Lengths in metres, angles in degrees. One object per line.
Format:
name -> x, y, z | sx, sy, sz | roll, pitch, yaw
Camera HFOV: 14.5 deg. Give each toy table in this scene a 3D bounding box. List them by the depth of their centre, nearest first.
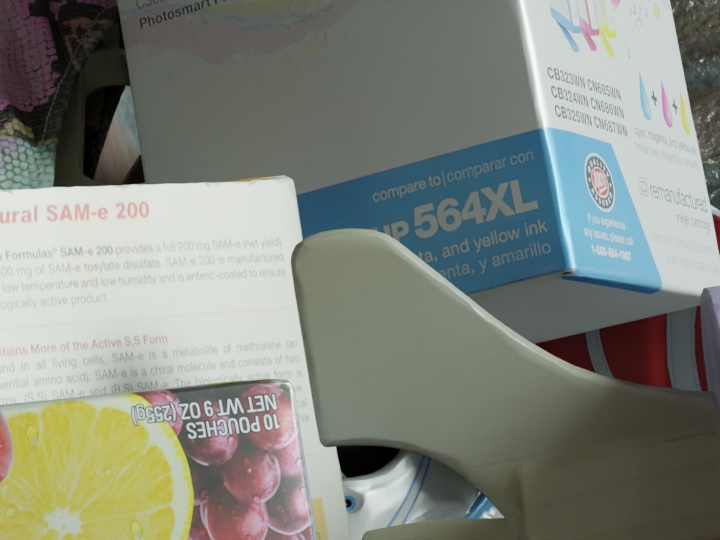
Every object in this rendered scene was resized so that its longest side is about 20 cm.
toy table -> 0.055, 0.075, 0.678 | 0.200, 0.117, 0.184 | 61, 21, -79

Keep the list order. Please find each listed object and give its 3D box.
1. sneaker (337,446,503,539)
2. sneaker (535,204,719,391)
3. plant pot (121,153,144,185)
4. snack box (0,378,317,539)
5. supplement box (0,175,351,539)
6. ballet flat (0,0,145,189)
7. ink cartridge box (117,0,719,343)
sneaker -> -0.026, 0.104, 0.907 | 0.200, 0.075, 0.087 | -58, 135, -22
sneaker -> 0.074, -0.033, 0.908 | 0.071, 0.112, 0.200 | 12, 63, -63
plant pot -> 0.000, 0.000, 1.033 | 0.174, 0.200, 0.200 | 5, 74, -60
snack box -> -0.071, 0.130, 0.617 | 0.053, 0.142, 0.200 | 156, -72, -64
supplement box -> -0.068, 0.080, 0.718 | 0.126, 0.074, 0.200 | -3, 81, -46
ballet flat -> -0.087, -0.017, 0.833 | 0.069, 0.071, 0.200 | 91, 0, -47
ink cartridge box -> 0.013, -0.078, 0.831 | 0.129, 0.125, 0.200 | 8, 70, -63
